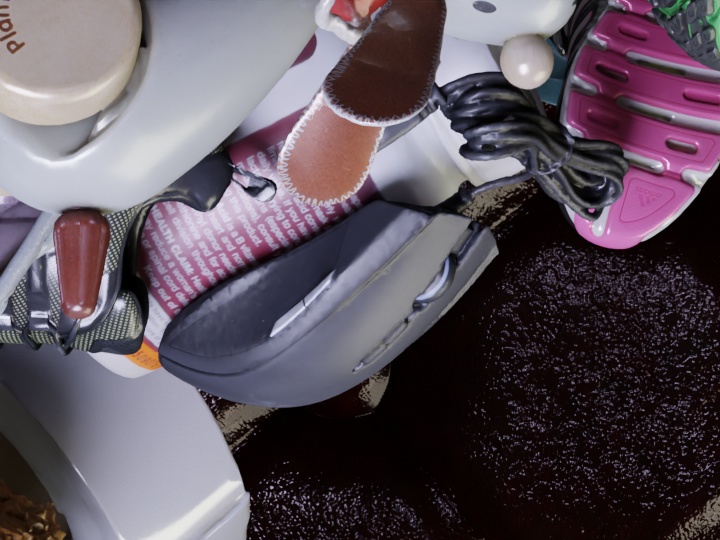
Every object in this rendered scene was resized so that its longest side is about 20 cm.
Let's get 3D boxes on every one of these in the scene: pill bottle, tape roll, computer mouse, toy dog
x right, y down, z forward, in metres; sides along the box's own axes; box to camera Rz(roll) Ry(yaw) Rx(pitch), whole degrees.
[{"bbox_3d":[-0.031,-0.047,0.934,0.199,0.115,0.114,-25,-176,12],"label":"pill bottle"},{"bbox_3d":[-0.144,0.077,1.080,0.071,0.203,0.202,-40,-179,-28],"label":"tape roll"},{"bbox_3d":[0.000,0.000,0.861,0.199,0.046,0.140,-28,155,16],"label":"computer mouse"},{"bbox_3d":[-0.028,-0.047,0.655,0.198,0.097,0.132,-16,171,4],"label":"toy dog"}]

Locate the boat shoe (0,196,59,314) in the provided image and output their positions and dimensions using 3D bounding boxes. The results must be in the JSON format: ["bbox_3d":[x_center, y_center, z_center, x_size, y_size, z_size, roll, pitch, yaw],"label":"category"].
[{"bbox_3d":[-0.146,-0.002,0.750,0.202,0.074,0.065,-46,177,-24],"label":"boat shoe"}]

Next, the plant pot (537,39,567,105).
[{"bbox_3d":[0.144,-0.145,1.125,0.133,0.202,0.200,-10,163,-32],"label":"plant pot"}]

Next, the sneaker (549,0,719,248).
[{"bbox_3d":[0.116,-0.092,0.981,0.088,0.073,0.201,123,-20,-64],"label":"sneaker"}]

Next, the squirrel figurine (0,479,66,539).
[{"bbox_3d":[-0.205,0.107,0.860,0.198,0.142,0.187,-10,148,3],"label":"squirrel figurine"}]

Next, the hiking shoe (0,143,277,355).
[{"bbox_3d":[-0.129,0.003,0.857,0.200,0.101,0.076,-41,180,10],"label":"hiking shoe"}]

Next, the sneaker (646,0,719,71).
[{"bbox_3d":[0.149,-0.173,0.860,0.084,0.202,0.078,3,-170,-17],"label":"sneaker"}]
